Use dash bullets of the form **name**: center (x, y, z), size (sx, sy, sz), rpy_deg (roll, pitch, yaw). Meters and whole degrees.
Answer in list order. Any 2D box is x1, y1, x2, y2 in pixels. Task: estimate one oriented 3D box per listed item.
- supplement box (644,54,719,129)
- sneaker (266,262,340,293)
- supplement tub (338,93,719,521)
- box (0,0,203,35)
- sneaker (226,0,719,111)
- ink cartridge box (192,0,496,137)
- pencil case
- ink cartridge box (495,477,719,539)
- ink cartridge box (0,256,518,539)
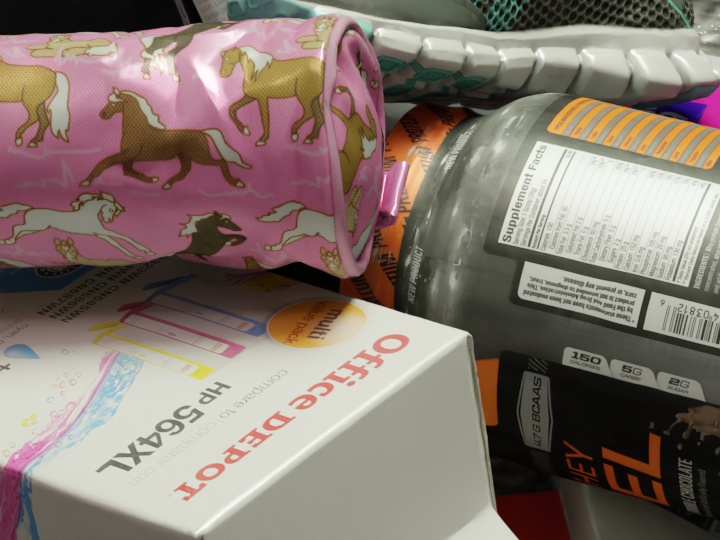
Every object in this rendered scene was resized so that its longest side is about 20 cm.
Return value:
- **supplement box**: center (0.181, 0.002, 1.069), size (0.199, 0.104, 0.101), rpy_deg (13, 37, 16)
- **sneaker**: center (0.000, 0.000, 1.091), size (0.070, 0.082, 0.200), rpy_deg (18, 40, 24)
- **supplement tub**: center (0.102, 0.014, 0.961), size (0.199, 0.123, 0.123), rpy_deg (15, 39, 20)
- **box**: center (-0.121, -0.131, 1.159), size (0.200, 0.104, 0.182), rpy_deg (-16, 13, 30)
- **sneaker**: center (0.036, -0.102, 1.002), size (0.200, 0.092, 0.077), rpy_deg (1, -7, -42)
- **ink cartridge box**: center (0.010, -0.126, 1.085), size (0.041, 0.200, 0.199), rpy_deg (-23, 6, 41)
- **pencil case**: center (-0.089, -0.034, 0.917), size (0.199, 0.083, 0.087), rpy_deg (-3, 7, 12)
- **ink cartridge box**: center (0.084, 0.120, 0.957), size (0.176, 0.045, 0.200), rpy_deg (-4, 36, -5)
- **ink cartridge box**: center (-0.051, 0.081, 0.918), size (0.200, 0.126, 0.128), rpy_deg (15, 37, 38)
